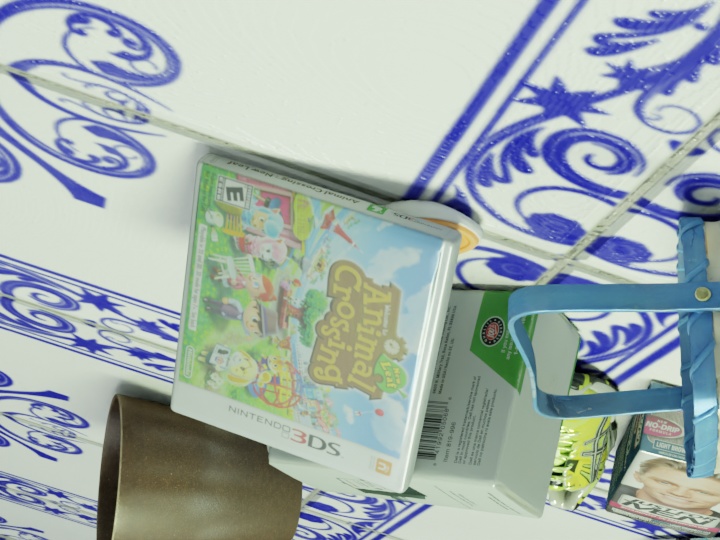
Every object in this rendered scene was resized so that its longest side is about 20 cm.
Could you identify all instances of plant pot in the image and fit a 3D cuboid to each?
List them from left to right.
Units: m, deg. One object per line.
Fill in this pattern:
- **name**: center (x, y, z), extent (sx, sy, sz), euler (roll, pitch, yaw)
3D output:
- **plant pot**: center (-0.167, 0.231, 1.671), extent (0.198, 0.188, 0.187), euler (5, 162, -14)

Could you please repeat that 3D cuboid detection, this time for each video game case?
- **video game case**: center (-0.036, 0.038, 1.067), extent (0.181, 0.022, 0.201), euler (18, 120, 14)

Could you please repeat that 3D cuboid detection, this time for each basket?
- **basket**: center (0.194, 0.047, 0.951), extent (0.198, 0.140, 0.177), euler (-1, 157, 14)

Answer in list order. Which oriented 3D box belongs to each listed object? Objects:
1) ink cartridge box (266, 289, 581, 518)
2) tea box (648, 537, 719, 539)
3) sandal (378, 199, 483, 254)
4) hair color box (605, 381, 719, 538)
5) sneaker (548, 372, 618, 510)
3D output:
- **ink cartridge box**: center (0.045, 0.093, 1.171), extent (0.199, 0.148, 0.083), euler (3, 158, 34)
- **tea box**: center (0.412, 0.361, 1.602), extent (0.199, 0.135, 0.196), euler (26, 157, -25)
- **sandal**: center (-0.006, -0.004, 1.082), extent (0.079, 0.060, 0.206), euler (30, 155, -33)
- **hair color box**: center (0.264, 0.159, 1.299), extent (0.099, 0.061, 0.200), euler (13, 159, 6)
- **sneaker**: center (0.170, 0.137, 1.289), extent (0.075, 0.077, 0.200), euler (9, 157, 23)
